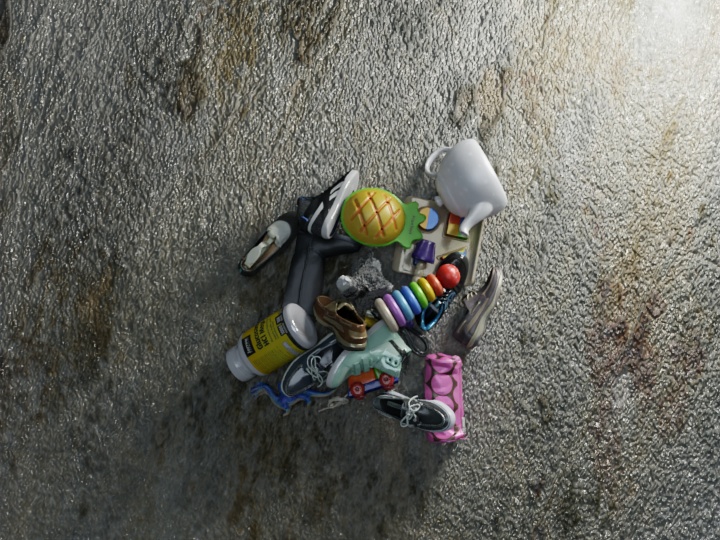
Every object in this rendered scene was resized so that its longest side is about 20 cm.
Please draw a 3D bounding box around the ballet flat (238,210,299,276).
[{"bbox_3d":[-0.214,-0.063,1.716,0.068,0.068,0.200,40,87,6],"label":"ballet flat"}]

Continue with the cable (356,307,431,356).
[{"bbox_3d":[0.087,0.125,1.715,0.199,0.050,0.098,33,69,-8],"label":"cable"}]

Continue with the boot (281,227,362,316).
[{"bbox_3d":[-0.092,0.011,1.706,0.163,0.066,0.202,11,82,11],"label":"boot"}]

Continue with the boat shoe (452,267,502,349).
[{"bbox_3d":[0.272,0.080,1.685,0.073,0.075,0.201,23,85,4],"label":"boat shoe"}]

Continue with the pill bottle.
[{"bbox_3d":[-0.207,0.170,1.658,0.199,0.112,0.113,-33,84,16],"label":"pill bottle"}]

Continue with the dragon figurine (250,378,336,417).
[{"bbox_3d":[-0.159,0.277,1.687,0.198,0.059,0.100,-21,85,1],"label":"dragon figurine"}]

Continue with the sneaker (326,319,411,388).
[{"bbox_3d":[0.023,0.212,1.605,0.200,0.074,0.118,-42,68,-16],"label":"sneaker"}]

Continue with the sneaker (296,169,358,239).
[{"bbox_3d":[-0.086,-0.172,1.703,0.111,0.073,0.201,16,58,16],"label":"sneaker"}]

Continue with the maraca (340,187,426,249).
[{"bbox_3d":[0.053,-0.119,1.677,0.198,0.107,0.138,12,84,-4],"label":"maraca"}]

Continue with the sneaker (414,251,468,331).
[{"bbox_3d":[0.192,0.053,1.664,0.073,0.082,0.201,26,102,-2],"label":"sneaker"}]

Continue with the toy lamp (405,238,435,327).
[{"bbox_3d":[0.126,0.027,1.662,0.058,0.058,0.202,19,91,3],"label":"toy lamp"}]

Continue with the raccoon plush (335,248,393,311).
[{"bbox_3d":[0.000,0.000,1.641,0.096,0.200,0.135,-29,60,9],"label":"raccoon plush"}]

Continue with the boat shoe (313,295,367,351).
[{"bbox_3d":[-0.039,0.102,1.606,0.075,0.200,0.074,-2,117,-33],"label":"boat shoe"}]

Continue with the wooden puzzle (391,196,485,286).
[{"bbox_3d":[0.186,-0.071,1.716,0.198,0.046,0.187,11,85,3],"label":"wooden puzzle"}]

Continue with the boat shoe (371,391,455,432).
[{"bbox_3d":[0.115,0.316,1.625,0.198,0.068,0.074,17,98,34],"label":"boat shoe"}]

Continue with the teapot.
[{"bbox_3d":[0.235,-0.196,1.664,0.145,0.200,0.198,-28,96,10],"label":"teapot"}]

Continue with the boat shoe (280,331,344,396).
[{"bbox_3d":[-0.095,0.214,1.642,0.199,0.062,0.075,-37,106,-15],"label":"boat shoe"}]

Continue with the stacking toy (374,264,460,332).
[{"bbox_3d":[0.133,0.053,1.599,0.199,0.085,0.086,-31,84,-1],"label":"stacking toy"}]

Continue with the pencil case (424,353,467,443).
[{"bbox_3d":[0.196,0.292,1.662,0.093,0.090,0.202,-6,86,36],"label":"pencil case"}]

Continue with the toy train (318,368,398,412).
[{"bbox_3d":[-0.020,0.241,1.678,0.198,0.085,0.117,-18,74,-1],"label":"toy train"}]
